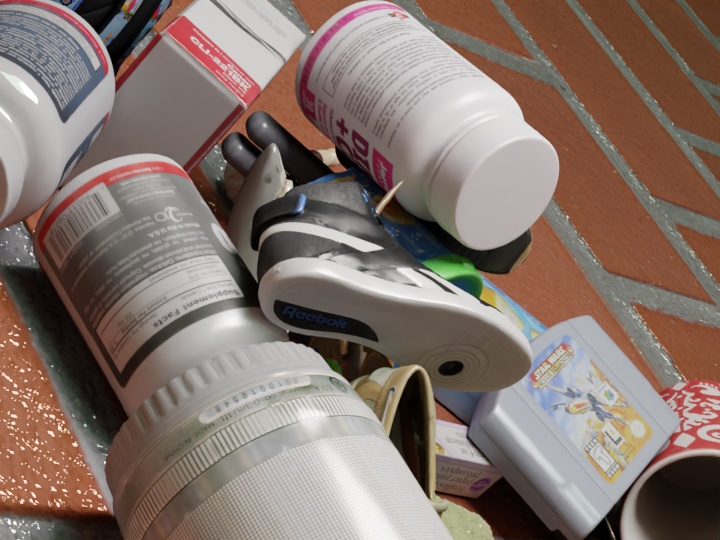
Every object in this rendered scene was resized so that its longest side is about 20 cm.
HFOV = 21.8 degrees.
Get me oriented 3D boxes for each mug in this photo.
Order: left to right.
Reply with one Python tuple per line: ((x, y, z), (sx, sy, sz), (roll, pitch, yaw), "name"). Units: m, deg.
((0.284, 0.195, 1.578), (0.133, 0.178, 0.200), (7, 18, 6), "mug")

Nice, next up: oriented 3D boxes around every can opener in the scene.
((-0.029, -0.055, 1.477), (0.200, 0.053, 0.066), (38, 18, -32), "can opener")

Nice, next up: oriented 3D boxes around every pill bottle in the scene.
((-0.238, -0.094, 1.197), (0.120, 0.120, 0.200), (39, 23, -9), "pill bottle")
((-0.116, 0.033, 1.181), (0.114, 0.114, 0.200), (8, 41, -53), "pill bottle")
((0.049, -0.107, 1.379), (0.113, 0.113, 0.200), (16, 21, -47), "pill bottle")

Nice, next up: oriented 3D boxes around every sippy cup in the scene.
((0.000, 0.000, 1.391), (0.140, 0.178, 0.130), (-18, 62, -42), "sippy cup")

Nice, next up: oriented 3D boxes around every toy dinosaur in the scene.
((-0.001, 0.041, 1.253), (0.106, 0.060, 0.200), (-29, 118, -82), "toy dinosaur")

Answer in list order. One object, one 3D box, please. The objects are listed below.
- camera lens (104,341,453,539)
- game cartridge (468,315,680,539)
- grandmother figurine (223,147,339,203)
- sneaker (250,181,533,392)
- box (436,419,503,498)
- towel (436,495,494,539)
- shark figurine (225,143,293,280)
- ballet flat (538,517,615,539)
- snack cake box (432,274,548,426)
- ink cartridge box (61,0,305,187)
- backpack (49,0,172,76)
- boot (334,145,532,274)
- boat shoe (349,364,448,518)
((-0.035, 0.160, 1.030), (0.160, 0.160, 0.200), (11, 39, -51), "camera lens")
((0.165, 0.113, 1.446), (0.133, 0.042, 0.200), (52, 37, 1), "game cartridge")
((-0.028, -0.051, 1.546), (0.200, 0.061, 0.121), (20, 34, -38), "grandmother figurine")
((0.023, 0.000, 1.195), (0.200, 0.073, 0.112), (22, 40, -30), "sneaker")
((0.026, 0.126, 1.343), (0.200, 0.039, 0.041), (18, 36, -45), "box")
((0.025, 0.191, 1.233), (0.200, 0.036, 0.148), (25, 29, -32), "towel")
((-0.088, 0.032, 1.310), (0.089, 0.128, 0.215), (3, 62, -15), "shark figurine")
((0.182, 0.223, 1.417), (0.067, 0.046, 0.200), (27, 28, -32), "ballet flat")
((0.123, 0.087, 1.532), (0.200, 0.067, 0.115), (39, 22, -9), "snack cake box")
((-0.133, -0.127, 1.391), (0.084, 0.144, 0.200), (41, 23, -7), "ink cartridge box")
((-0.211, -0.217, 1.351), (0.135, 0.200, 0.183), (44, 24, 2), "backpack")
((0.085, -0.047, 1.491), (0.200, 0.077, 0.138), (44, 4, 37), "boot")
((0.019, 0.152, 1.129), (0.072, 0.076, 0.200), (11, 65, -36), "boat shoe")
